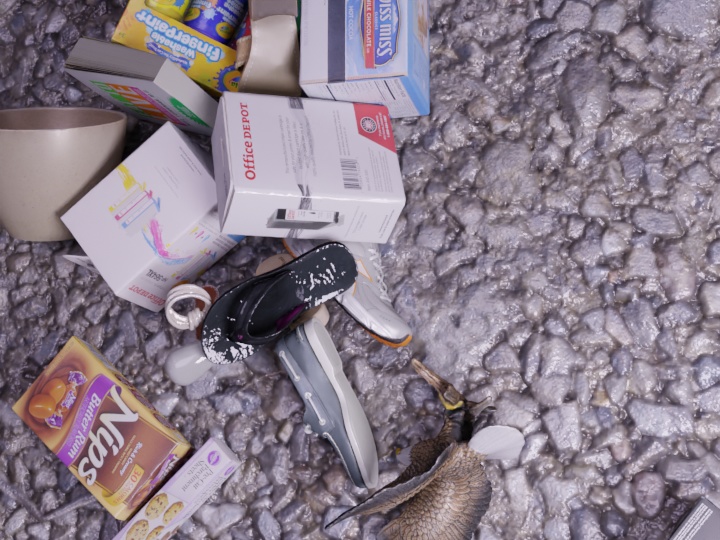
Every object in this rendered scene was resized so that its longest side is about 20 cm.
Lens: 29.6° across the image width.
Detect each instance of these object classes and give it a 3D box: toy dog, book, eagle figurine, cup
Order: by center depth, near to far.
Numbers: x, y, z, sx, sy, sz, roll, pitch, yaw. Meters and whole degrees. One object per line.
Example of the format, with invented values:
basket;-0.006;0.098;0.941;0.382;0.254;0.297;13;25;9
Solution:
eagle figurine;0.071;0.222;1.458;0.151;0.151;0.201;27;74;2
toy dog;-0.140;0.050;1.577;0.199;0.096;0.133;-13;113;-16
book;-0.247;-0.214;1.620;0.199;0.133;0.048;17;74;47
cup;-0.382;-0.116;1.662;0.199;0.200;0.144;5;106;18

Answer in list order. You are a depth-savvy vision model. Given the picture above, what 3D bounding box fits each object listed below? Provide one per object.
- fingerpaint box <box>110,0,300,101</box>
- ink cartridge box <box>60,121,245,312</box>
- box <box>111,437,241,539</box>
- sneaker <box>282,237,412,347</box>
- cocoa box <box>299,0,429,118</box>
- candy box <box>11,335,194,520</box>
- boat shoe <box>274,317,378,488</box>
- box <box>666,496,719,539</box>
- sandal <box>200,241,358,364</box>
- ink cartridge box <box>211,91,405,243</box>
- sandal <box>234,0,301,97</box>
fingerpaint box;-0.178;-0.303;1.644;0.199;0.073;0.168;26;84;-10
ink cartridge box;-0.244;-0.052;1.620;0.200;0.129;0.125;-41;70;4
box;-0.224;0.279;1.578;0.200;0.039;0.041;-45;70;2
sneaker;0.000;0.000;1.564;0.092;0.076;0.200;-44;70;-2
cocoa box;0.008;-0.291;1.598;0.130;0.133;0.202;-3;76;14
candy box;-0.306;0.187;1.619;0.200;0.056;0.117;40;90;20
boat shoe;-0.037;0.156;1.528;0.061;0.073;0.201;-24;83;13
box;0.378;0.336;1.321;0.200;0.149;0.125;39;88;22
sandal;-0.094;0.035;1.498;0.200;0.048;0.076;-34;105;3
ink cartridge box;-0.063;-0.115;1.536;0.198;0.083;0.148;3;54;-17
sandal;-0.110;-0.262;1.585;0.077;0.213;0.070;-5;36;-16
